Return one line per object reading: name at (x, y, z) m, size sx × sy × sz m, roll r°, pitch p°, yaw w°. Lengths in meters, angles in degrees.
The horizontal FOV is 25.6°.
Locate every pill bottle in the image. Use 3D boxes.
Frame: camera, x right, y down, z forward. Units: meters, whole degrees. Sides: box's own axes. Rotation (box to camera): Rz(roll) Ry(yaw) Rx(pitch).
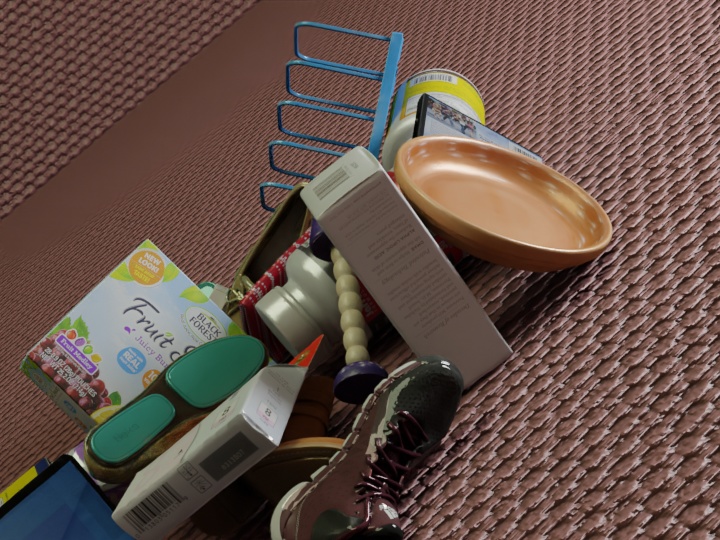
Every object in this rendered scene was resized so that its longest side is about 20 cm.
pill bottle at (0.081, -0.139, 1.731) m, size 0.109 × 0.109 × 0.200 m, roll -31°, pitch 19°, yaw 19°
pill bottle at (0.000, 0.000, 1.524) m, size 0.200 × 0.111 × 0.111 m, roll -41°, pitch 19°, yaw -8°

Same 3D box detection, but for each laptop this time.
laptop at (-0.264, 0.279, 1.349) m, size 0.177 × 0.103 × 0.200 m, roll -41°, pitch 27°, yaw -7°

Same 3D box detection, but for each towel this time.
towel at (-0.049, 0.007, 1.628) m, size 0.200 × 0.022 × 0.145 m, roll -47°, pitch -25°, yaw -25°

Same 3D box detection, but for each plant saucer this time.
plant saucer at (0.120, -0.055, 1.385) m, size 0.200 × 0.200 × 0.037 m, roll -81°, pitch 10°, yaw -64°

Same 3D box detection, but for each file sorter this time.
file sorter at (-0.033, -0.160, 1.761) m, size 0.139 × 0.123 × 0.200 m, roll 105°, pitch 177°, yaw -79°

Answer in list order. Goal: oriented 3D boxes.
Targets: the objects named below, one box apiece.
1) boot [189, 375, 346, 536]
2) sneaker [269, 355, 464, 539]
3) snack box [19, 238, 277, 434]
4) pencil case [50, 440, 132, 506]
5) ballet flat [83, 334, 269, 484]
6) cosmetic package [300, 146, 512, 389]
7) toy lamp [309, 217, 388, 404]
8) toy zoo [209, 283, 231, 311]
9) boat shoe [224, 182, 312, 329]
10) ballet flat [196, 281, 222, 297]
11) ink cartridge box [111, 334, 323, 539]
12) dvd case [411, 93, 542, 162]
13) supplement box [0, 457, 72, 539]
boot at (-0.047, 0.149, 1.367) m, size 0.200 × 0.077 × 0.155 m, roll -31°, pitch 14°, yaw 41°
sneaker at (0.024, 0.160, 1.206) m, size 0.200 × 0.076 × 0.116 m, roll -50°, pitch 25°, yaw -3°
snack box at (-0.195, 0.099, 1.522) m, size 0.169 × 0.200 × 0.068 m, roll -46°, pitch 3°, yaw -24°
pencil case at (-0.286, 0.227, 1.588) m, size 0.200 × 0.084 × 0.086 m, roll -35°, pitch 29°, yaw 16°
ballet flat at (-0.169, 0.128, 1.450) m, size 0.200 × 0.071 × 0.071 m, roll -36°, pitch 15°, yaw -28°
cosmetic package at (0.038, 0.001, 1.334) m, size 0.074 × 0.200 × 0.102 m, roll -38°, pitch 19°, yaw 2°
toy lamp at (-0.012, 0.020, 1.406) m, size 0.058 × 0.058 × 0.200 m, roll -29°, pitch 50°, yaw 25°
toy zoo at (-0.183, 0.101, 1.680) m, size 0.200 × 0.020 × 0.131 m, roll -66°, pitch 0°, yaw -55°
boat shoe at (-0.093, 0.000, 1.650) m, size 0.201 × 0.073 × 0.063 m, roll -56°, pitch -23°, yaw 6°
ballet flat at (-0.219, 0.098, 1.795) m, size 0.200 × 0.072 × 0.072 m, roll -43°, pitch 19°, yaw -22°
ink cartridge box at (-0.118, 0.131, 1.361) m, size 0.163 × 0.057 × 0.200 m, roll -40°, pitch 16°, yaw 24°
dvd case at (0.114, -0.100, 1.538) m, size 0.018 × 0.143 × 0.200 m, roll -58°, pitch 9°, yaw 26°
supplement box at (-0.329, 0.289, 1.473) m, size 0.200 × 0.109 × 0.110 m, roll -41°, pitch 18°, yaw -7°
